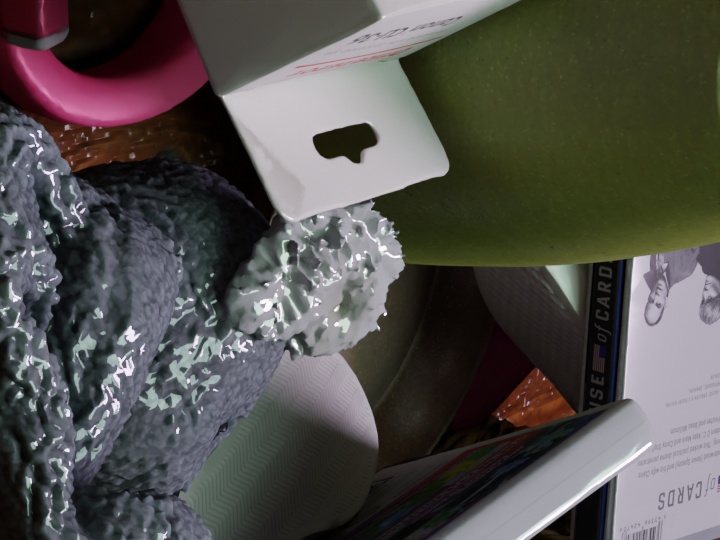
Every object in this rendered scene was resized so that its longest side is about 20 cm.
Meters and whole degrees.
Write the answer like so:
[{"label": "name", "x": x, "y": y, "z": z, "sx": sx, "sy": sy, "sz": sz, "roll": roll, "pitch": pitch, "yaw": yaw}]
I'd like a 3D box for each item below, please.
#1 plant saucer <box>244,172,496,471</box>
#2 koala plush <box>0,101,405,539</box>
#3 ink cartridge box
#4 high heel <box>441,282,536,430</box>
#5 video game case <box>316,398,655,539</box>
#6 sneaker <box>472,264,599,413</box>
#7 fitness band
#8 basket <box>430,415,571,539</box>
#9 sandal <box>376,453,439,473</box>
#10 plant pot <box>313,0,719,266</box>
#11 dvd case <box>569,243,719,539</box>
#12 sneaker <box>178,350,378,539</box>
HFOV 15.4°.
[{"label": "plant saucer", "x": 0.000, "y": 0.000, "z": 1.093, "sx": 0.200, "sy": 0.034, "sz": 0.201, "roll": -31, "pitch": 129, "yaw": -48}, {"label": "koala plush", "x": -0.090, "y": 0.017, "z": 0.826, "sx": 0.200, "sy": 0.177, "sz": 0.185, "roll": -16, "pitch": 100, "yaw": -51}, {"label": "ink cartridge box", "x": -0.012, "y": -0.125, "z": 0.820, "sx": 0.116, "sy": 0.067, "sz": 0.201, "roll": -20, "pitch": 88, "yaw": -58}, {"label": "high heel", "x": 0.111, "y": -0.003, "z": 1.212, "sx": 0.200, "sy": 0.096, "sz": 0.068, "roll": -56, "pitch": 145, "yaw": -29}, {"label": "video game case", "x": -0.015, "y": 0.115, "z": 0.934, "sx": 0.200, "sy": 0.182, "sz": 0.023, "roll": -32, "pitch": 94, "yaw": -31}, {"label": "sneaker", "x": 0.115, "y": 0.015, "z": 1.166, "sx": 0.082, "sy": 0.074, "sz": 0.200, "roll": -53, "pitch": 139, "yaw": -14}, {"label": "fitness band", "x": -0.078, "y": -0.145, "z": 0.895, "sx": 0.143, "sy": 0.037, "sz": 0.201, "roll": -30, "pitch": 130, "yaw": -50}, {"label": "basket", "x": 0.068, "y": 0.166, "z": 1.169, "sx": 0.200, "sy": 0.148, "sz": 0.143, "roll": -47, "pitch": 140, "yaw": -37}, {"label": "sandal", "x": 0.008, "y": 0.133, "z": 1.059, "sx": 0.200, "sy": 0.075, "sz": 0.045, "roll": -40, "pitch": 133, "yaw": -46}, {"label": "plant pot", "x": 0.090, "y": -0.081, "z": 0.925, "sx": 0.186, "sy": 0.200, "sz": 0.188, "roll": -8, "pitch": 103, "yaw": -35}, {"label": "dvd case", "x": 0.150, "y": 0.018, "z": 1.135, "sx": 0.150, "sy": 0.025, "sz": 0.201, "roll": -9, "pitch": 108, "yaw": -45}, {"label": "sneaker", "x": -0.074, "y": 0.091, "z": 0.963, "sx": 0.074, "sy": 0.115, "sz": 0.200, "roll": 62, "pitch": 27, "yaw": -7}]
